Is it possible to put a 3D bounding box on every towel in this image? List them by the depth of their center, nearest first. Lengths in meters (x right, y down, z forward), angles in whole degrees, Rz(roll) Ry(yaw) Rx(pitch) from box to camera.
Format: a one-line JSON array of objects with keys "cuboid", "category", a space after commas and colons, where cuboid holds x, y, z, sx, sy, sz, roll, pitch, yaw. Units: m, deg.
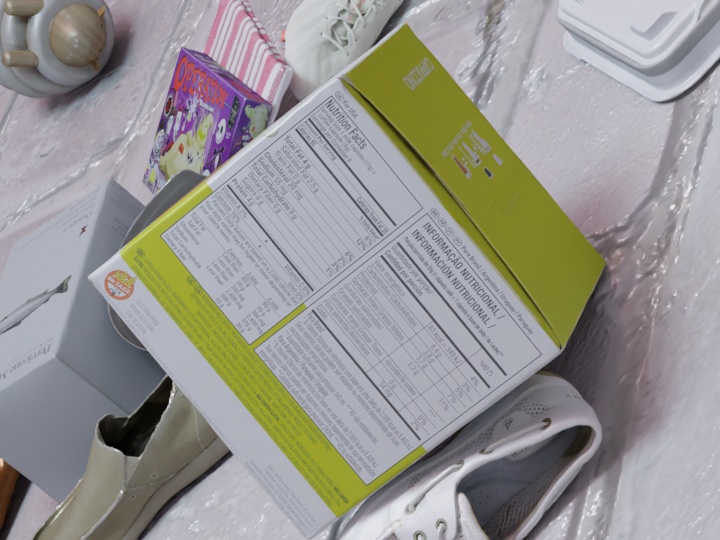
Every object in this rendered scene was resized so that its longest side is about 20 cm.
[{"cuboid": [-0.100, -0.128, 2.057, 0.200, 0.030, 0.147, -122, 48, -61], "category": "towel"}]

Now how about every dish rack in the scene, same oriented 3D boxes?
[{"cuboid": [0.212, -0.205, 1.721, 0.172, 0.044, 0.200, -47, 26, 1], "category": "dish rack"}]

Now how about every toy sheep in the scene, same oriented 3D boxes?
[{"cuboid": [-0.313, -0.229, 2.475, 0.200, 0.138, 0.138, 16, 66, 49], "category": "toy sheep"}]

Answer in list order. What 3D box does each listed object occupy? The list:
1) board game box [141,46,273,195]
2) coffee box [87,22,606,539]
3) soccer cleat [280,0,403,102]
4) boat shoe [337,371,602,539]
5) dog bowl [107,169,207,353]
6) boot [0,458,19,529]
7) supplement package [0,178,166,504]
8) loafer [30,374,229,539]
[{"cuboid": [-0.123, -0.098, 2.023, 0.120, 0.032, 0.200, -69, 22, 8], "category": "board game box"}, {"cuboid": [0.000, 0.000, 1.516, 0.198, 0.200, 0.200, -38, 4, 19], "category": "coffee box"}, {"cuboid": [-0.006, -0.208, 2.043, 0.078, 0.069, 0.200, -21, 34, 39], "category": "soccer cleat"}, {"cuboid": [0.055, 0.141, 1.449, 0.200, 0.071, 0.069, -47, 24, 1], "category": "boat shoe"}, {"cuboid": [-0.086, -0.007, 1.853, 0.200, 0.059, 0.200, -24, 40, 23], "category": "dog bowl"}, {"cuboid": [-0.313, 0.163, 2.041, 0.188, 0.068, 0.200, -10, 55, 47], "category": "boot"}, {"cuboid": [-0.205, 0.052, 1.929, 0.117, 0.117, 0.200, -31, 31, 31], "category": "supplement package"}, {"cuboid": [-0.167, 0.139, 1.804, 0.200, 0.068, 0.076, -44, 26, 10], "category": "loafer"}]
